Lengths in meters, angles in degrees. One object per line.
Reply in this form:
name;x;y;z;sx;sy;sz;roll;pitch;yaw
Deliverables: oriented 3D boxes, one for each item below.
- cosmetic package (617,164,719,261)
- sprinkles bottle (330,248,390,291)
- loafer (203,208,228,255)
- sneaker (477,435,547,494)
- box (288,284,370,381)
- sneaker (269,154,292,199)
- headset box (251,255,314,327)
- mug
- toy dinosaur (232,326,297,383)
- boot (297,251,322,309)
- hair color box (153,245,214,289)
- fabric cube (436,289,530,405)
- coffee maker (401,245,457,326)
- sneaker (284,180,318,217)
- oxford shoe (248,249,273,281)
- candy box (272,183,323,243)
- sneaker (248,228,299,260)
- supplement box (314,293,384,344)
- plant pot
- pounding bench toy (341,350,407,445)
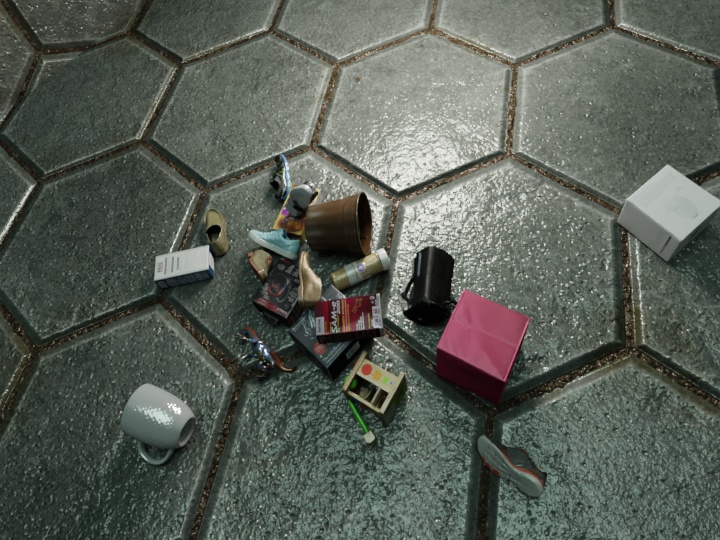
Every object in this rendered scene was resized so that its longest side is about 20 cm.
cosmetic package;0.947;-0.178;1.657;0.197;0.124;0.201;-35;62;-12
sprinkles bottle;0.000;0.000;1.744;0.194;0.069;0.069;-25;58;-5
loafer;-0.517;-0.150;1.917;0.074;0.068;0.204;-22;59;-5
sneaker;0.396;0.497;1.401;0.198;0.079;0.081;37;44;25
box;-0.086;0.188;1.628;0.180;0.105;0.200;36;70;27
sneaker;-0.300;-0.350;1.996;0.079;0.072;0.206;-10;61;-4
headset box;-0.246;0.076;1.736;0.145;0.076;0.203;22;65;20
mug;-0.577;0.455;1.545;0.170;0.147;0.207;18;94;11
toy dinosaur;-0.314;0.253;1.668;0.194;0.107;0.184;10;38;-29
boot;-0.155;0.027;1.661;0.072;0.075;0.206;-8;55;2
hair color box;-0.607;-0.011;1.856;0.192;0.061;0.103;-11;58;2
fabric cube;0.335;0.213;1.488;0.194;0.198;0.203;22;64;21
coffee maker;0.228;0.042;1.623;0.187;0.135;0.206;-11;54;33
sneaker;-0.186;-0.260;1.800;0.075;0.199;0.115;43;64;-7
oxford shoe;-0.323;-0.028;1.770;0.073;0.072;0.201;-26;29;-6
candy box;-0.221;-0.204;1.908;0.113;0.057;0.205;12;61;17
sneaker;-0.290;-0.110;1.842;0.194;0.074;0.084;24;93;10
supplement box;-0.032;0.140;1.550;0.192;0.062;0.112;-8;60;4
plant pot;-0.074;-0.149;1.779;0.190;0.202;0.207;-3;58;15
pounding bench toy;0.017;0.359;1.497;0.152;0.126;0.203;24;66;22
